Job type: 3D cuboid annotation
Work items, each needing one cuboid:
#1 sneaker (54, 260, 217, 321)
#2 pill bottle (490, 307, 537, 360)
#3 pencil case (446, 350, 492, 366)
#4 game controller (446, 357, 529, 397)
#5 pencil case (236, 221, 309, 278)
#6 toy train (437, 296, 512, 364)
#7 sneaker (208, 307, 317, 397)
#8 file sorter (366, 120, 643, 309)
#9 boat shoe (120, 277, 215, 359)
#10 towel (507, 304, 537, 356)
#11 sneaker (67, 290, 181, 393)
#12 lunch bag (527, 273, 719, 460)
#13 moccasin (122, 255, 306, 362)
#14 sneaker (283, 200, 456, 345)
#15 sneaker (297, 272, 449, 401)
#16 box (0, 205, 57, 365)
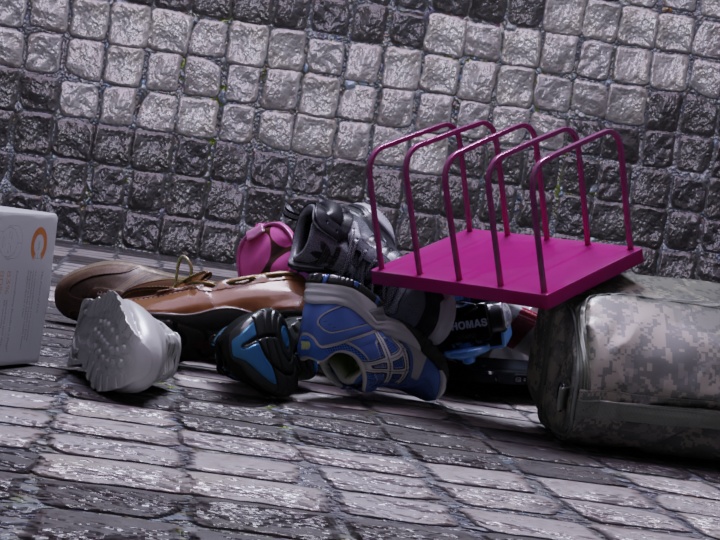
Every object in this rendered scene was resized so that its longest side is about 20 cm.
[{"bbox_3d":[-0.226,0.034,1.829,0.198,0.071,0.076,2,16,6],"label":"sneaker"},{"bbox_3d":[0.127,0.056,2.033,0.199,0.114,0.112,10,3,40],"label":"pill bottle"},{"bbox_3d":[0.048,0.068,1.895,0.089,0.078,0.199,36,-14,-32],"label":"pencil case"},{"bbox_3d":[0.154,0.114,1.791,0.199,0.043,0.104,7,-12,-42],"label":"game controller"},{"bbox_3d":[-0.041,-0.001,1.799,0.090,0.095,0.199,-23,-20,31],"label":"pencil case"},{"bbox_3d":[0.054,0.054,1.737,0.198,0.088,0.114,-10,5,13],"label":"toy train"},{"bbox_3d":[-0.093,0.075,1.509,0.081,0.074,0.200,-8,-6,10],"label":"sneaker"},{"bbox_3d":[0.119,-0.056,1.526,0.199,0.127,0.138,8,23,43],"label":"file sorter"},{"bbox_3d":[-0.154,0.048,1.700,0.198,0.073,0.067,12,2,24],"label":"boat shoe"},{"bbox_3d":[0.176,0.062,1.845,0.199,0.023,0.144,26,-13,1],"label":"towel"},{"bbox_3d":[-0.176,0.060,1.397,0.080,0.077,0.200,18,1,-18],"label":"sneaker"},{"bbox_3d":[0.251,0.091,1.491,0.198,0.141,0.168,6,21,-6],"label":"lunch bag"},{"bbox_3d":[-0.144,0.033,1.616,0.199,0.074,0.078,-10,49,-6],"label":"moccasin"},{"bbox_3d":[0.000,0.000,1.632,0.113,0.076,0.200,10,27,-39],"label":"sneaker"},{"bbox_3d":[0.006,0.076,1.561,0.075,0.078,0.200,2,-25,42],"label":"sneaker"},{"bbox_3d":[-0.328,0.008,1.376,0.097,0.126,0.200,9,2,16],"label":"box"}]
